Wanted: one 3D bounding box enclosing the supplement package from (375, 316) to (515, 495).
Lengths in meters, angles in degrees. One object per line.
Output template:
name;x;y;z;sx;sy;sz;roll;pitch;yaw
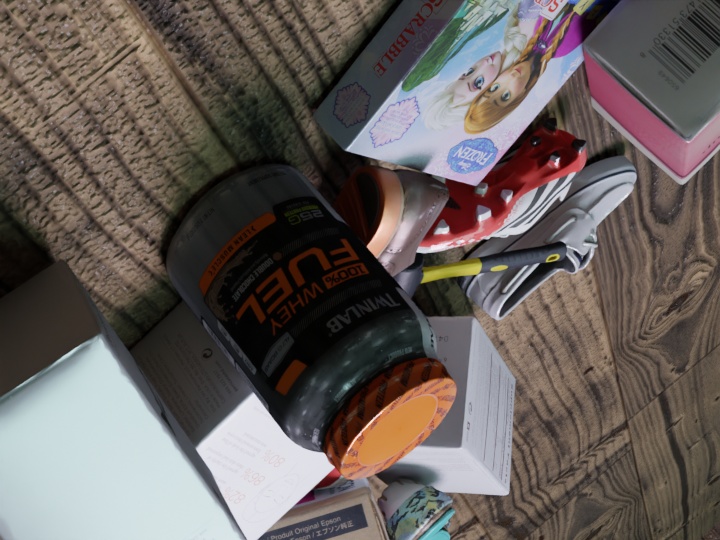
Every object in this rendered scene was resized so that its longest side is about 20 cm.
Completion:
supplement package;0.062;0.122;1.318;0.116;0.118;0.200;0;161;16

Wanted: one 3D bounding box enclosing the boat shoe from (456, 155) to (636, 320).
boat shoe;0.183;-0.026;1.356;0.200;0.065;0.074;-37;154;-7

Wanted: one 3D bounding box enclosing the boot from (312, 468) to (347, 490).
boot;-0.094;0.168;1.215;0.144;0.073;0.200;-19;174;-34

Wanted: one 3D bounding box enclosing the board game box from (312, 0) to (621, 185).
board game box;0.089;-0.156;1.047;0.200;0.041;0.200;-50;154;19

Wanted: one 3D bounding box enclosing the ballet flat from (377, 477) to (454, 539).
ballet flat;0.044;0.223;1.342;0.074;0.074;0.200;-35;164;-11

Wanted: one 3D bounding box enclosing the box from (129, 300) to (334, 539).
box;-0.137;0.144;1.113;0.200;0.106;0.152;-42;145;4

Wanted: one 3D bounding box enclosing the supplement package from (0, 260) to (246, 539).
supplement package;-0.170;0.119;0.919;0.117;0.117;0.201;-33;121;-6

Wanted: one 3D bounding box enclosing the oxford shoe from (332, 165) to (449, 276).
oxford shoe;0.000;0.000;1.108;0.073;0.072;0.200;-1;147;-33

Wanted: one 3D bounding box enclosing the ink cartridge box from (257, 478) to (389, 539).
ink cartridge box;-0.062;0.231;1.274;0.164;0.076;0.200;-18;180;-3

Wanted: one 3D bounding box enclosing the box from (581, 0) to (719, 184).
box;0.252;-0.159;1.134;0.128;0.109;0.200;-46;168;4

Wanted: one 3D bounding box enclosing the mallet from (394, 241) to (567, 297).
mallet;0.089;0.004;1.267;0.199;0.041;0.066;-4;138;-35

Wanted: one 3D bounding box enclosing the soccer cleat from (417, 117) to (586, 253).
soccer cleat;0.107;-0.053;1.210;0.199;0.069;0.085;-31;149;-30

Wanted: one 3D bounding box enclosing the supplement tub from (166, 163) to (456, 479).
supplement tub;-0.032;0.034;0.999;0.122;0.200;0.123;-32;153;-18
